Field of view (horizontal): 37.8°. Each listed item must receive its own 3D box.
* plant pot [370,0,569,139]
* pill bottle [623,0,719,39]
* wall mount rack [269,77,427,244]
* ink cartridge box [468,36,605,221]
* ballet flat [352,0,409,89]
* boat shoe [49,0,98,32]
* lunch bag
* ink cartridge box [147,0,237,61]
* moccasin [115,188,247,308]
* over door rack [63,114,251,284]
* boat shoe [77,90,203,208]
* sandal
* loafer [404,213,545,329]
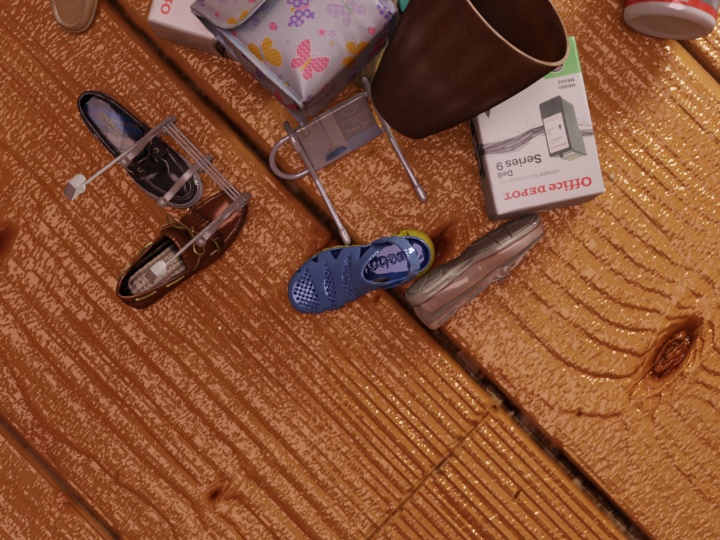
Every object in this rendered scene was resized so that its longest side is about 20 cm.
[{"bbox_3d":[0.107,-0.249,1.223,0.187,0.187,0.200,49,127,1],"label":"plant pot"},{"bbox_3d":[0.405,-0.404,1.324,0.114,0.116,0.203,11,88,0],"label":"pill bottle"},{"bbox_3d":[-0.008,-0.141,1.339,0.199,0.075,0.175,-28,127,2],"label":"wall mount rack"},{"bbox_3d":[0.216,-0.176,1.332,0.144,0.084,0.203,-12,88,0],"label":"ink cartridge box"},{"bbox_3d":[0.032,-0.329,1.348,0.070,0.071,0.202,19,89,0],"label":"ballet flat"},{"bbox_3d":[-0.369,-0.399,1.320,0.071,0.065,0.202,7,110,2],"label":"boat shoe"},{"bbox_3d":[-0.082,-0.302,1.233,0.170,0.127,0.200,-44,85,-5],"label":"lunch bag"},{"bbox_3d":[-0.153,-0.346,1.334,0.198,0.084,0.148,16,89,-2],"label":"ink cartridge box"},{"bbox_3d":[-0.227,-0.031,1.329,0.200,0.078,0.074,-34,86,-3],"label":"moccasin"},{"bbox_3d":[-0.241,-0.083,1.248,0.148,0.067,0.200,45,44,-1],"label":"over door rack"},{"bbox_3d":[-0.283,-0.157,1.338,0.070,0.066,0.200,-43,89,-1],"label":"boat shoe"},{"bbox_3d":[0.000,0.000,1.327,0.198,0.087,0.080,-23,96,1],"label":"sandal"},{"bbox_3d":[0.153,0.002,1.344,0.199,0.072,0.063,-32,106,5],"label":"loafer"}]
